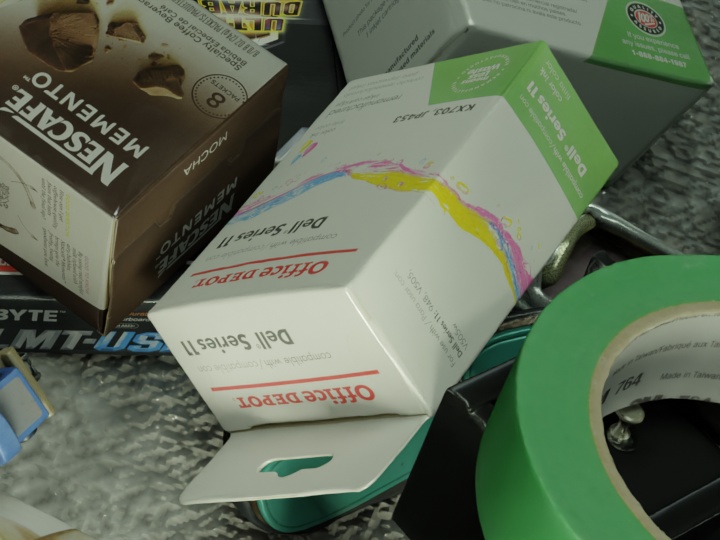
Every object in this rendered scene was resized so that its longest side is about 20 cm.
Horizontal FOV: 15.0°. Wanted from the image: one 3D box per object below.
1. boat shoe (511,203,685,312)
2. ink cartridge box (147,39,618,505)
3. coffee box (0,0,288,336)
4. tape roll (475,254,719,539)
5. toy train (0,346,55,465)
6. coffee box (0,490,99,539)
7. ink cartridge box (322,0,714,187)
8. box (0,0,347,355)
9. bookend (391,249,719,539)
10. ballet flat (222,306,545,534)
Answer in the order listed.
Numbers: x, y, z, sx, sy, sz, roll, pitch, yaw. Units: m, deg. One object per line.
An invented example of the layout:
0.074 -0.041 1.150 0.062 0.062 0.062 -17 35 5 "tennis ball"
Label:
0.108 0.006 1.181 0.202 0.065 0.074 33 55 12 "boat shoe"
0.000 0.000 1.069 0.067 0.117 0.200 57 49 -23 "ink cartridge box"
-0.142 -0.082 1.124 0.200 0.080 0.113 36 55 17 "coffee box"
0.140 0.080 0.938 0.199 0.048 0.201 12 42 -11 "tape roll"
-0.177 0.094 0.947 0.200 0.046 0.034 -45 110 -31 "toy train"
-0.159 0.141 0.992 0.199 0.080 0.114 23 51 21 "coffee box"
0.056 -0.150 1.245 0.145 0.088 0.201 9 51 -35 "ink cartridge box"
-0.103 -0.056 1.193 0.199 0.050 0.199 2 53 -10 "box"
0.074 0.116 0.979 0.198 0.092 0.200 -21 56 -38 "bookend"
0.032 0.053 1.132 0.199 0.073 0.073 -17 60 -17 "ballet flat"
